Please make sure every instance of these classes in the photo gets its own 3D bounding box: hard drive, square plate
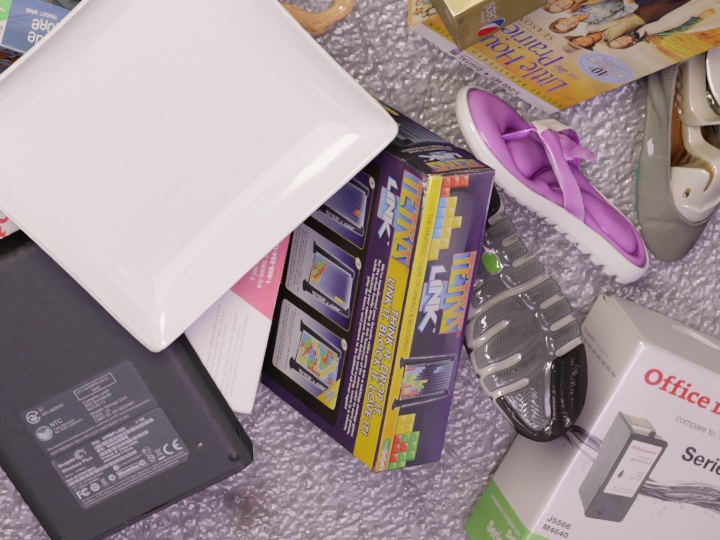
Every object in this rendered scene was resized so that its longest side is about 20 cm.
[{"bbox_3d":[-0.173,0.066,1.600,0.139,0.033,0.200,-26,116,9],"label":"hard drive"},{"bbox_3d":[-0.111,-0.081,1.508,0.200,0.028,0.198,-42,119,5],"label":"square plate"}]

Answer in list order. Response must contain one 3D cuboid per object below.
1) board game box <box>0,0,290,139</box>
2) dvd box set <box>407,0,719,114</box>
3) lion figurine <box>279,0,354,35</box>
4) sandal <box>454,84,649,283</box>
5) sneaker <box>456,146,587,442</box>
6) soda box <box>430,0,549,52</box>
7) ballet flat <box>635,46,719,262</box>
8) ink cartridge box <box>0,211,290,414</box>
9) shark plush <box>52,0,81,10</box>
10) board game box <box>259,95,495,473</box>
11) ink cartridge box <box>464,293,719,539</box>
[{"bbox_3d":[-0.154,-0.119,1.570,0.199,0.135,0.035,17,82,-22],"label":"board game box"},{"bbox_3d":[0.150,-0.165,1.613,0.200,0.030,0.146,-20,146,36],"label":"dvd box set"},{"bbox_3d":[-0.072,-0.189,1.571,0.122,0.072,0.201,-10,86,-37],"label":"lion figurine"},{"bbox_3d":[0.133,-0.066,1.708,0.050,0.083,0.202,-34,133,21],"label":"sandal"},{"bbox_3d":[0.079,0.017,1.706,0.075,0.115,0.201,-23,90,-15],"label":"sneaker"},{"bbox_3d":[0.036,-0.235,1.548,0.064,0.068,0.200,-29,75,-2],"label":"soda box"},{"bbox_3d":[0.219,-0.090,1.726,0.067,0.064,0.201,-20,119,-34],"label":"ballet flat"},{"bbox_3d":[-0.152,-0.004,1.632,0.199,0.083,0.147,9,116,-9],"label":"ink cartridge box"},{"bbox_3d":[-0.186,-0.230,1.563,0.083,0.091,0.200,9,145,18],"label":"shark plush"},{"bbox_3d":[0.000,0.000,1.649,0.057,0.165,0.201,-7,118,-37],"label":"board game box"},{"bbox_3d":[0.188,0.138,1.814,0.145,0.084,0.200,23,106,-24],"label":"ink cartridge box"}]
